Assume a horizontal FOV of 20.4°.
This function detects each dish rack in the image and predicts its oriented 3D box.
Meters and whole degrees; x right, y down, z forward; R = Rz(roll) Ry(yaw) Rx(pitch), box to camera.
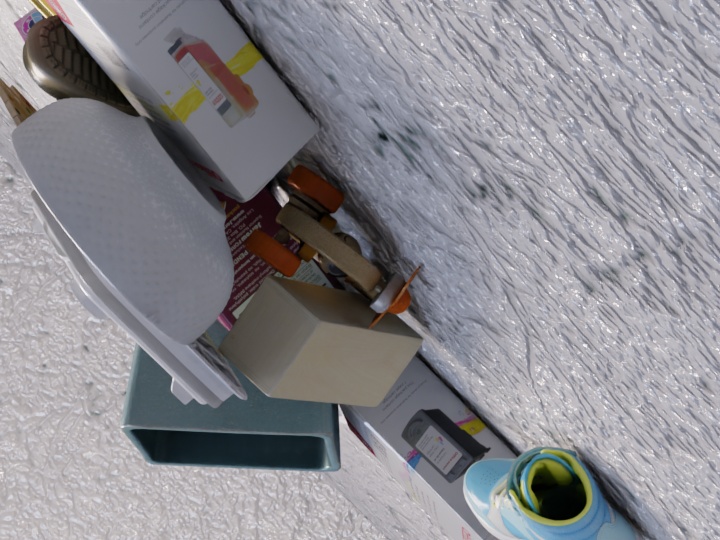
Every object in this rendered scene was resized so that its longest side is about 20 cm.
[{"bbox_3d":[-0.178,0.020,1.540,0.200,0.043,0.172,50,-179,-42],"label":"dish rack"}]

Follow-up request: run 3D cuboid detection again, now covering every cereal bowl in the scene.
[{"bbox_3d":[-0.156,-0.048,1.441,0.201,0.083,0.200,52,-176,-5],"label":"cereal bowl"}]

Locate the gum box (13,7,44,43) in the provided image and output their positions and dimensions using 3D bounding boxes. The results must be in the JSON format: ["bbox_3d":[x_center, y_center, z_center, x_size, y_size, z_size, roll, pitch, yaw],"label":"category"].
[{"bbox_3d":[-0.239,-0.158,1.904,0.114,0.066,0.200,55,178,41],"label":"gum box"}]

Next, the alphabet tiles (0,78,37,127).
[{"bbox_3d":[-0.229,-0.079,1.604,0.167,0.008,0.200,48,-178,-33],"label":"alphabet tiles"}]

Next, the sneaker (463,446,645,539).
[{"bbox_3d":[0.141,0.178,1.654,0.199,0.080,0.131,22,158,46],"label":"sneaker"}]

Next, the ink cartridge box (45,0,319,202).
[{"bbox_3d":[-0.138,-0.159,1.468,0.200,0.083,0.145,52,170,-26],"label":"ink cartridge box"}]

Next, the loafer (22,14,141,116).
[{"bbox_3d":[-0.194,-0.143,1.580,0.199,0.067,0.077,19,-123,-47],"label":"loafer"}]

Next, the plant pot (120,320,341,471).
[{"bbox_3d":[-0.115,0.075,1.919,0.194,0.202,0.196,1,164,2],"label":"plant pot"}]

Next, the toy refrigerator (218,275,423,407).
[{"bbox_3d":[-0.031,0.059,1.655,0.070,0.076,0.200,40,-168,24],"label":"toy refrigerator"}]

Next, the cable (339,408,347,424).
[{"bbox_3d":[-0.053,0.077,2.108,0.200,0.069,0.200,42,169,29],"label":"cable"}]

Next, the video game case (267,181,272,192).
[{"bbox_3d":[-0.133,-0.121,1.809,0.143,0.019,0.200,46,171,7],"label":"video game case"}]

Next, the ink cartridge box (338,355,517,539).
[{"bbox_3d":[0.075,0.173,1.889,0.200,0.086,0.148,44,170,16],"label":"ink cartridge box"}]

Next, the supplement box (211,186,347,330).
[{"bbox_3d":[-0.121,-0.035,1.720,0.200,0.103,0.131,53,172,-31],"label":"supplement box"}]

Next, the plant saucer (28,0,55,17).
[{"bbox_3d":[-0.235,-0.238,1.635,0.200,0.048,0.200,45,166,9],"label":"plant saucer"}]

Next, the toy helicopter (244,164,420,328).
[{"bbox_3d":[0.000,0.000,1.621,0.132,0.079,0.200,33,177,22],"label":"toy helicopter"}]
